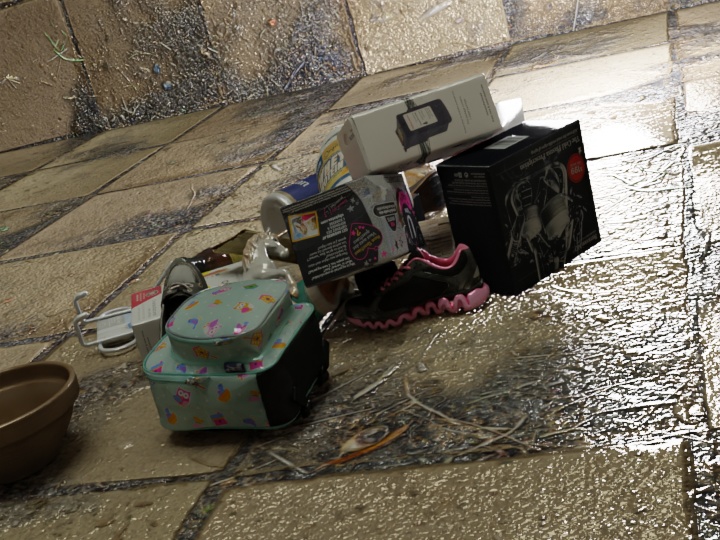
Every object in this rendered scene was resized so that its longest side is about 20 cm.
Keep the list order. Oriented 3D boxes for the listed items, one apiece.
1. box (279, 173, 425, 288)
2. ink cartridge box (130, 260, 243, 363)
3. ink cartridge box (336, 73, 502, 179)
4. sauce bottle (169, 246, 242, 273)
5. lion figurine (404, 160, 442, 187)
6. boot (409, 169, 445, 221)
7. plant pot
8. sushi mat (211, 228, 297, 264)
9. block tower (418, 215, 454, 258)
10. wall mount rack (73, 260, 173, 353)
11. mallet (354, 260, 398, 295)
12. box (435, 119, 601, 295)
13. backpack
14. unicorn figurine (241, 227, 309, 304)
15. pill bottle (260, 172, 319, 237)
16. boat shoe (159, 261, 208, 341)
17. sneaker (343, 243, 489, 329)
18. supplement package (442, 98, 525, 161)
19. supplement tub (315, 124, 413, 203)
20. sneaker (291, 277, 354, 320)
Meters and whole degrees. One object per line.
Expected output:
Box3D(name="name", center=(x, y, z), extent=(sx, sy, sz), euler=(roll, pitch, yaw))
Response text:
Box3D(name="box", center=(-0.003, -0.056, 1.469), extent=(0.131, 0.116, 0.200), euler=(-19, 1, 17))
Box3D(name="ink cartridge box", center=(-0.223, 0.062, 1.560), extent=(0.198, 0.084, 0.145), euler=(-17, 19, -7))
Box3D(name="ink cartridge box", center=(0.078, -0.193, 1.519), extent=(0.198, 0.085, 0.145), euler=(-19, -2, -10))
Box3D(name="sauce bottle", center=(-0.221, -0.008, 1.706), extent=(0.065, 0.067, 0.199), euler=(-4, 0, 29))
Box3D(name="lion figurine", center=(0.133, -0.191, 2.043), extent=(0.121, 0.073, 0.199), euler=(3, 23, 39))
Box3D(name="boot", center=(0.086, -0.129, 1.893), extent=(0.096, 0.076, 0.200), euler=(1, 26, 32))
Box3D(name="plant pot", center=(-0.429, 0.195, 1.319), extent=(0.198, 0.094, 0.201), euler=(-14, 17, 4))
Box3D(name="sushi mat", center=(-0.107, -0.029, 1.584), extent=(0.198, 0.012, 0.095), euler=(10, -22, -35))
Box3D(name="block tower", center=(0.114, -0.023, 1.592), extent=(0.057, 0.055, 0.200), euler=(-13, 19, 8))
Box3D(name="wall mount rack", center=(-0.361, 0.056, 1.702), extent=(0.172, 0.075, 0.200), euler=(-16, 19, -10))
Box3D(name="mallet", center=(0.000, 0.000, 1.655), extent=(0.065, 0.042, 0.200), euler=(-23, 15, -15))
Box3D(name="box", center=(0.223, -0.091, 1.501), extent=(0.199, 0.184, 0.103), euler=(-29, 23, -35))
Box3D(name="backpack", center=(-0.157, 0.104, 1.288), extent=(0.198, 0.155, 0.176), euler=(-14, 22, 23))
Box3D(name="unicorn figurine", center=(-0.131, 0.029, 1.442), extent=(0.137, 0.074, 0.200), euler=(35, 75, 32))
Box3D(name="pill bottle", center=(-0.070, -0.114, 1.914), extent=(0.199, 0.112, 0.110), euler=(-29, 23, -36))
Box3D(name="boat shoe", center=(-0.232, 0.064, 1.437), extent=(0.066, 0.057, 0.202), euler=(-8, 57, 1))
Box3D(name="sneaker", center=(0.068, 0.016, 1.452), extent=(0.197, 0.096, 0.079), euler=(-14, 20, 7))
Box3D(name="supplement package", center=(0.216, -0.182, 1.813), extent=(0.109, 0.158, 0.200), euler=(-7, 19, 19))
Box3D(name="supplement tub", center=(0.002, -0.140, 1.773), extent=(0.143, 0.146, 0.201), euler=(-14, 36, 1))
Box3D(name="sneaker", center=(-0.065, 0.033, 1.541), extent=(0.079, 0.072, 0.200), euler=(-32, 2, 14))
